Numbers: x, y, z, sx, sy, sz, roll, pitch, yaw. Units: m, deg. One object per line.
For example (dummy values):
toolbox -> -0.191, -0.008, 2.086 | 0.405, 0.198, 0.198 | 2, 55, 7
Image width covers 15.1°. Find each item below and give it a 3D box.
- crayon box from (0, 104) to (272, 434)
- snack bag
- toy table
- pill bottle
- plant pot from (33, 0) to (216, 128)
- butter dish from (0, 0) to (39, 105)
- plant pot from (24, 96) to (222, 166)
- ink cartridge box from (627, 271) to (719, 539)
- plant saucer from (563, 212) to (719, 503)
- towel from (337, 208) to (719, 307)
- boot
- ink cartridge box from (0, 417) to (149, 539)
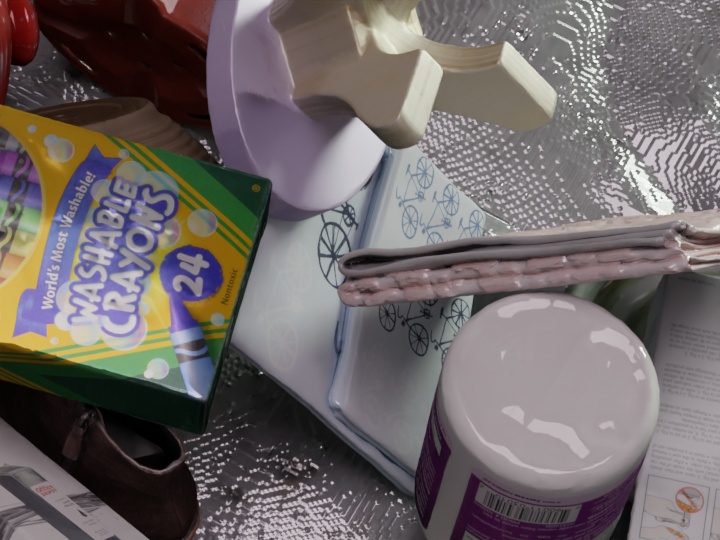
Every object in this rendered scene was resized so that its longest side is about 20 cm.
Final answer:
crayon box -> -0.156, -0.008, 1.349 | 0.199, 0.052, 0.126 | 15, 65, 1
snack bag -> 0.000, 0.000, 1.492 | 0.021, 0.200, 0.189 | -11, 54, 35
toy table -> 0.005, -0.127, 1.432 | 0.184, 0.117, 0.201 | 33, 52, -38
pill bottle -> 0.087, 0.102, 1.421 | 0.112, 0.200, 0.113 | 2, 62, -4
plant pot -> -0.085, -0.202, 1.583 | 0.200, 0.201, 0.196 | 23, 70, 7
butter dish -> -0.250, -0.129, 1.520 | 0.147, 0.200, 0.200 | -11, 45, -32
plant pot -> -0.155, -0.039, 1.469 | 0.200, 0.201, 0.093 | -12, 102, -12
ink cartridge box -> 0.225, 0.106, 1.465 | 0.162, 0.057, 0.201 | 12, 67, 1
plant saucer -> 0.202, 0.064, 1.538 | 0.199, 0.050, 0.201 | 3, 62, -5
towel -> 0.111, -0.009, 1.439 | 0.199, 0.191, 0.032 | -6, 91, 26
boot -> -0.157, 0.063, 1.437 | 0.072, 0.166, 0.200 | -40, 72, -20
ink cartridge box -> -0.172, 0.184, 1.363 | 0.200, 0.146, 0.085 | 36, 20, 27
